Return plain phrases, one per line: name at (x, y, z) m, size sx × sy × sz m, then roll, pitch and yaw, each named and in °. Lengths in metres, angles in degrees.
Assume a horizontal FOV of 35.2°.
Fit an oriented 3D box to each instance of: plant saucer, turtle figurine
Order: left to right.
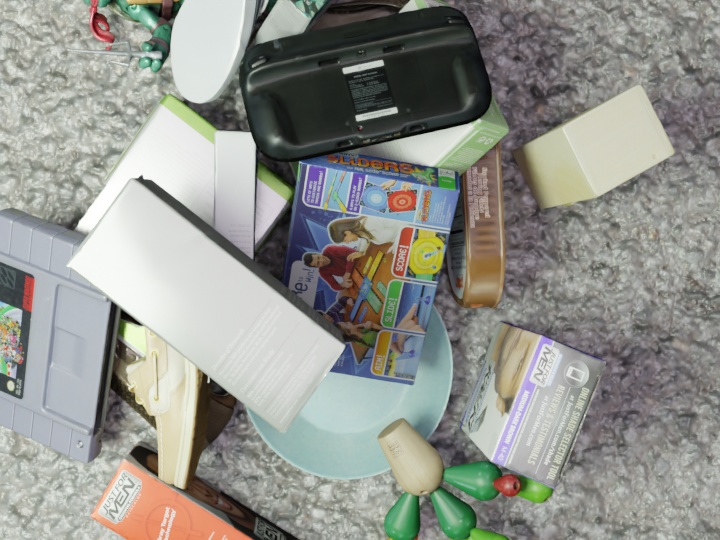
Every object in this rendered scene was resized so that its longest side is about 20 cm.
turtle figurine at (-0.178, -0.262, 1.016) m, size 0.197 × 0.101 × 0.152 m, roll -15°, pitch 110°, yaw -20°
plant saucer at (-0.013, 0.091, 1.060) m, size 0.197 × 0.039 × 0.205 m, roll 0°, pitch 90°, yaw -3°

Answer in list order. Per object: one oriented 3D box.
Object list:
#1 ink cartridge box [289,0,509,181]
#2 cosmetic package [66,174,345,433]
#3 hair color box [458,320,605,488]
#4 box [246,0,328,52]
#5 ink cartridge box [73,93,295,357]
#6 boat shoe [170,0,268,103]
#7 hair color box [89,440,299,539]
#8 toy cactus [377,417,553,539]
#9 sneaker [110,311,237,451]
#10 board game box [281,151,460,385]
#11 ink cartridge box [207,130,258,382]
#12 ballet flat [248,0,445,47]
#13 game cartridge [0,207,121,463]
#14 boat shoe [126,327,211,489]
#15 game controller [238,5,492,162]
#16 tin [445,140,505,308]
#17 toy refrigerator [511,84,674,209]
ink cartridge box at (0.023, -0.122, 1.003) m, size 0.200 × 0.048 × 0.147 m, roll -41°, pitch 58°, yaw 33°
cosmetic package at (-0.110, 0.022, 0.847) m, size 0.199 × 0.107 × 0.091 m, roll 36°, pitch 91°, yaw -3°
hair color box at (0.143, 0.110, 0.989) m, size 0.064 × 0.200 × 0.111 m, roll 22°, pitch 89°, yaw -4°
box at (-0.015, -0.270, 0.980) m, size 0.036 × 0.144 × 0.201 m, roll 38°, pitch 73°, yaw -9°
ink cartridge box at (-0.171, -0.034, 1.031) m, size 0.147 × 0.076 × 0.201 m, roll 36°, pitch 91°, yaw -4°
boat shoe at (-0.106, -0.241, 0.974) m, size 0.071 × 0.068 × 0.203 m, roll 22°, pitch 106°, yaw 24°
hair color box at (-0.137, 0.237, 1.021) m, size 0.198 × 0.102 × 0.062 m, roll 32°, pitch 89°, yaw -4°
toy cactus at (0.068, 0.213, 1.013) m, size 0.199 × 0.102 × 0.166 m, roll -32°, pitch 97°, yaw 35°
sneaker at (-0.199, 0.078, 1.044) m, size 0.200 × 0.070 × 0.076 m, roll 46°, pitch 63°, yaw -2°
board game box at (0.000, 0.000, 0.973) m, size 0.133 × 0.035 × 0.202 m, roll 10°, pitch 122°, yaw -4°
ink cartridge box at (-0.105, -0.012, 0.948) m, size 0.039 × 0.099 × 0.204 m, roll 2°, pitch 94°, yaw -5°
ballet flat at (-0.013, -0.220, 1.053) m, size 0.197 × 0.046 × 0.069 m, roll -12°, pitch 91°, yaw -4°
game cartridge at (-0.275, 0.058, 0.992) m, size 0.128 × 0.038 × 0.203 m, roll 18°, pitch 113°, yaw 12°
boat shoe at (-0.165, 0.084, 0.971) m, size 0.068 × 0.074 × 0.204 m, roll 4°, pitch 94°, yaw 2°
game controller at (0.004, -0.150, 0.906) m, size 0.197 × 0.042 × 0.106 m, roll -13°, pitch 78°, yaw -6°
tin at (0.100, -0.066, 1.028) m, size 0.041 × 0.112 × 0.204 m, roll -3°, pitch 90°, yaw -2°
toy refrigerator at (0.198, -0.100, 0.991) m, size 0.075 × 0.200 × 0.071 m, roll -28°, pitch 93°, yaw -4°
